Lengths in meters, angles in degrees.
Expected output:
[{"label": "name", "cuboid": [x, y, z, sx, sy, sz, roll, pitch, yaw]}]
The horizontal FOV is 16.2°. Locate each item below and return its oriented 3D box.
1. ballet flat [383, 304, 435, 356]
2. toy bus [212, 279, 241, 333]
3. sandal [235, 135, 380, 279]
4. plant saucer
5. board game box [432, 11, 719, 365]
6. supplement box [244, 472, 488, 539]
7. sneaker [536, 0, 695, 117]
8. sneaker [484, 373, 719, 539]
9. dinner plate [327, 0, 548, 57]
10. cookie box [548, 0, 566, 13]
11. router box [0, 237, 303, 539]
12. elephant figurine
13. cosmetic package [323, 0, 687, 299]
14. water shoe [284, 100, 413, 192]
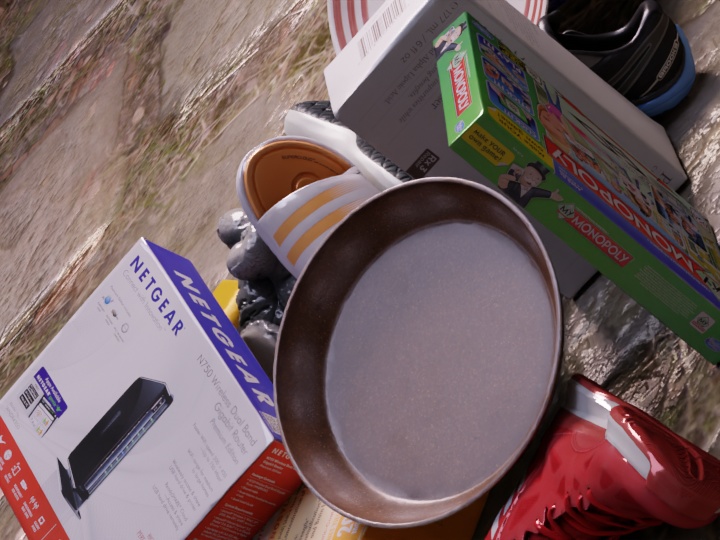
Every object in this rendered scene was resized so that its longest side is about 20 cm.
[{"label": "ballet flat", "cuboid": [0.072, 0.025, 1.538, 0.200, 0.057, 0.067, -37, -47, -62]}, {"label": "toy bus", "cuboid": [-0.118, 0.110, 1.825, 0.200, 0.078, 0.065, -57, 20, -11]}, {"label": "sandal", "cuboid": [0.007, -0.004, 1.575, 0.079, 0.207, 0.059, -37, -3, -18]}, {"label": "plant saucer", "cuboid": [0.037, 0.048, 1.416, 0.200, 0.034, 0.201, -14, 67, 35]}, {"label": "board game box", "cuboid": [0.124, -0.046, 1.385, 0.029, 0.200, 0.135, -44, 22, 19]}, {"label": "supplement box", "cuboid": [-0.015, 0.157, 1.531, 0.200, 0.073, 0.126, -29, 30, 48]}, {"label": "sneaker", "cuboid": [0.111, -0.120, 1.610, 0.199, 0.083, 0.071, -19, 23, 7]}, {"label": "sneaker", "cuboid": [0.126, 0.130, 1.301, 0.116, 0.078, 0.200, -60, 8, 3]}, {"label": "dinner plate", "cuboid": [0.055, -0.190, 1.699, 0.200, 0.024, 0.201, 3, 94, 44]}, {"label": "cookie box", "cuboid": [0.108, -0.218, 1.786, 0.200, 0.075, 0.171, -34, -4, 39]}, {"label": "router box", "cuboid": [-0.138, 0.110, 1.576, 0.180, 0.049, 0.200, -49, 48, 13]}, {"label": "elephant figurine", "cuboid": [-0.055, 0.071, 1.657, 0.155, 0.141, 0.200, 13, 85, 62]}, {"label": "cosmetic package", "cuboid": [0.088, -0.089, 1.538, 0.113, 0.200, 0.081, -49, 19, 16]}, {"label": "water shoe", "cuboid": [0.011, -0.055, 1.687, 0.200, 0.071, 0.079, -142, 53, -58]}]
